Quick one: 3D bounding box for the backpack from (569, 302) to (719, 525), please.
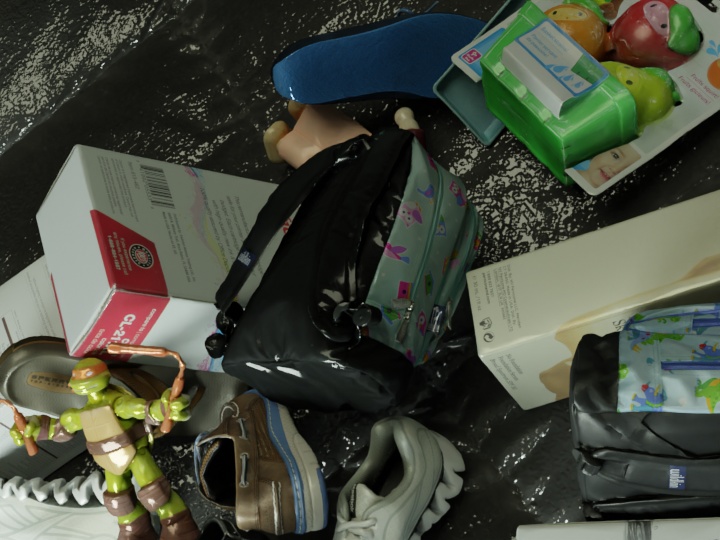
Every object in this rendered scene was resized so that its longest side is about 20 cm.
[{"bbox_3d":[0.244,0.092,0.985,0.198,0.164,0.155,4,49,22],"label":"backpack"}]

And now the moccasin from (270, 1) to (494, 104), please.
[{"bbox_3d":[0.022,-0.180,1.271,0.198,0.081,0.068,-3,14,-15],"label":"moccasin"}]

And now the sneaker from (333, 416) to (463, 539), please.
[{"bbox_3d":[0.004,0.196,1.081,0.074,0.081,0.202,10,69,29],"label":"sneaker"}]

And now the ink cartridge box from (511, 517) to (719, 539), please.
[{"bbox_3d":[0.195,0.236,0.965,0.198,0.084,0.147,-5,60,24],"label":"ink cartridge box"}]

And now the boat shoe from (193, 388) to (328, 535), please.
[{"bbox_3d":[-0.083,0.134,1.123,0.072,0.073,0.200,-7,11,-16],"label":"boat shoe"}]

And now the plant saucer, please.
[{"bbox_3d":[0.142,-0.198,1.262,0.200,0.070,0.019,-49,19,-7],"label":"plant saucer"}]

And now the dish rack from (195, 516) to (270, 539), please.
[{"bbox_3d":[-0.071,0.283,1.048,0.200,0.054,0.155,48,120,48],"label":"dish rack"}]

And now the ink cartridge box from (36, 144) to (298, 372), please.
[{"bbox_3d":[-0.132,-0.002,1.196,0.083,0.198,0.147,-52,44,34],"label":"ink cartridge box"}]

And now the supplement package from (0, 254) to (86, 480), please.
[{"bbox_3d":[-0.277,0.092,1.273,0.199,0.114,0.110,-34,54,6],"label":"supplement package"}]

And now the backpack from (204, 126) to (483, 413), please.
[{"bbox_3d":[0.000,0.000,1.112,0.166,0.127,0.201,-1,56,43],"label":"backpack"}]

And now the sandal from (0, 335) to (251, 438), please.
[{"bbox_3d":[-0.179,0.096,1.189,0.082,0.198,0.055,-66,27,24],"label":"sandal"}]

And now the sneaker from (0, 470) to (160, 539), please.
[{"bbox_3d":[-0.244,0.205,1.222,0.198,0.075,0.082,-8,68,24],"label":"sneaker"}]

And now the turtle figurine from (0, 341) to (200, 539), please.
[{"bbox_3d":[-0.184,0.130,1.135,0.198,0.064,0.163,-14,101,27],"label":"turtle figurine"}]

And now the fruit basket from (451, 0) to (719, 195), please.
[{"bbox_3d":[0.197,-0.169,1.193,0.199,0.094,0.186,-37,58,-5],"label":"fruit basket"}]

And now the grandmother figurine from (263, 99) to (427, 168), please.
[{"bbox_3d":[0.010,-0.078,1.264,0.200,0.060,0.122,40,101,34],"label":"grandmother figurine"}]

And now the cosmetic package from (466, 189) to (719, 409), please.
[{"bbox_3d":[0.185,0.023,1.084,0.198,0.105,0.072,-19,57,18],"label":"cosmetic package"}]
